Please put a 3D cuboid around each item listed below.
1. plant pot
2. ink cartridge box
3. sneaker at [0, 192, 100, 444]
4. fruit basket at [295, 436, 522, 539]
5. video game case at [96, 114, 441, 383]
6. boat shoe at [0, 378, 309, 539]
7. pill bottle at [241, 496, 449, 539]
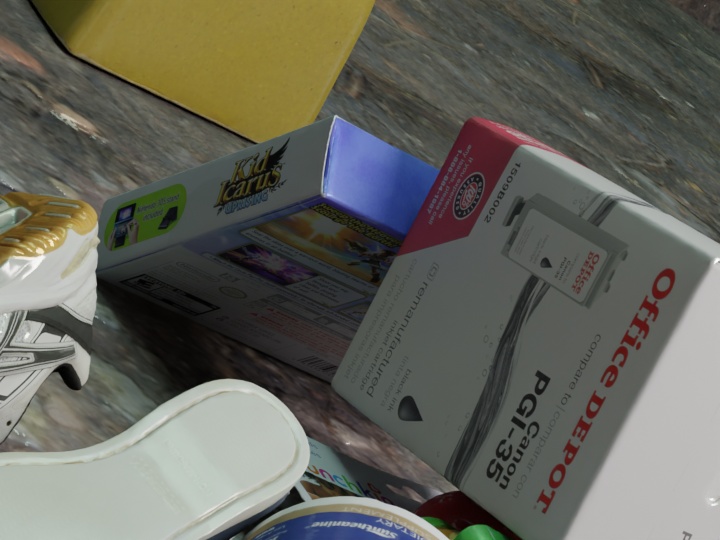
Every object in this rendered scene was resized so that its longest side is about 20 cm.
[{"bbox_3d":[-0.091,-0.229,1.776,0.194,0.200,0.196,24,20,-39],"label":"plant pot"},{"bbox_3d":[0.093,0.036,1.216,0.083,0.147,0.200,25,6,-35],"label":"ink cartridge box"},{"bbox_3d":[-0.164,0.038,1.062,0.075,0.088,0.200,12,24,34],"label":"sneaker"},{"bbox_3d":[0.058,0.137,1.214,0.185,0.094,0.200,27,20,-33],"label":"fruit basket"},{"bbox_3d":[0.000,0.000,1.376,0.199,0.181,0.046,26,63,-35],"label":"video game case"},{"bbox_3d":[-0.103,0.096,1.017,0.075,0.062,0.200,46,41,14],"label":"boat shoe"},{"bbox_3d":[-0.013,0.160,0.961,0.111,0.111,0.200,35,15,-4],"label":"pill bottle"}]
